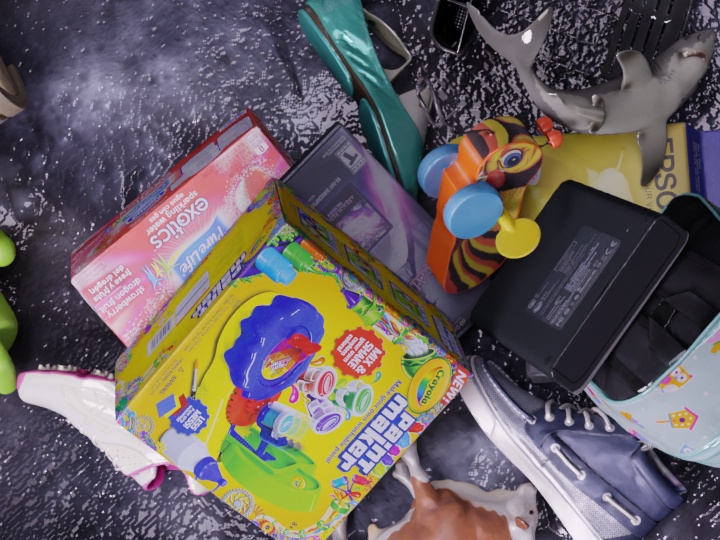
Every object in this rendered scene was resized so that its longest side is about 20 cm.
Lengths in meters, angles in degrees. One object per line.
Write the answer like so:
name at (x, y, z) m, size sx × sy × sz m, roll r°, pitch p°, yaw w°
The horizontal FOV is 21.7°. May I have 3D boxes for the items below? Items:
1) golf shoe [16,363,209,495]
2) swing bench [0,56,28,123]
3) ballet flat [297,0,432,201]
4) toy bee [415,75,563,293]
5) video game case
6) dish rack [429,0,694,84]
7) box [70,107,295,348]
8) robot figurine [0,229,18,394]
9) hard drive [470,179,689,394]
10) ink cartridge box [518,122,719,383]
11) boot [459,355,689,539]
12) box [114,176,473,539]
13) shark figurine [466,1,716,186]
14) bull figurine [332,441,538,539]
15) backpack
golf shoe at (-0.199, 0.131, 1.557) m, size 0.198 × 0.075 × 0.092 m, roll 11°, pitch 86°, yaw 15°
swing bench at (-0.414, -0.165, 1.629) m, size 0.198 × 0.130 × 0.201 m, roll -31°, pitch 81°, yaw 4°
ballet flat at (0.020, -0.152, 1.566) m, size 0.070 × 0.067 × 0.201 m, roll -26°, pitch 78°, yaw -8°
toy bee at (0.105, -0.069, 1.435) m, size 0.108 × 0.200 × 0.132 m, roll -18°, pitch 68°, yaw -13°
video game case at (0.000, 0.000, 1.512) m, size 0.143 × 0.019 × 0.200 m, roll -45°, pitch 107°, yaw 1°
dish rack at (0.169, -0.228, 1.524) m, size 0.199 × 0.055 × 0.154 m, roll 21°, pitch 114°, yaw 14°
box at (-0.136, -0.031, 1.542) m, size 0.200 × 0.100 × 0.096 m, roll -39°, pitch 105°, yaw 2°
robot figurine at (-0.368, 0.027, 1.587) m, size 0.175 × 0.116 × 0.201 m, roll -32°, pitch 73°, yaw -12°
hard drive at (0.157, 0.006, 1.404) m, size 0.033 × 0.200 × 0.140 m, roll 35°, pitch 91°, yaw -18°
ink cartridge box at (0.226, -0.016, 1.508) m, size 0.198 × 0.047 × 0.199 m, roll -6°, pitch 79°, yaw 13°
boot at (0.166, 0.127, 1.473) m, size 0.090 × 0.073 × 0.200 m, roll -43°, pitch 83°, yaw 20°
box at (-0.054, 0.075, 1.448) m, size 0.192 × 0.122 × 0.200 m, roll 38°, pitch 101°, yaw -18°
shark figurine at (0.172, -0.142, 1.474) m, size 0.089 × 0.213 × 0.129 m, roll 32°, pitch 114°, yaw 55°
bull figurine at (0.045, 0.213, 1.495) m, size 0.200 × 0.065 × 0.122 m, roll -38°, pitch 73°, yaw 2°
backpack at (0.251, 0.054, 1.370) m, size 0.153 × 0.200 × 0.176 m, roll 43°, pitch 92°, yaw -9°
